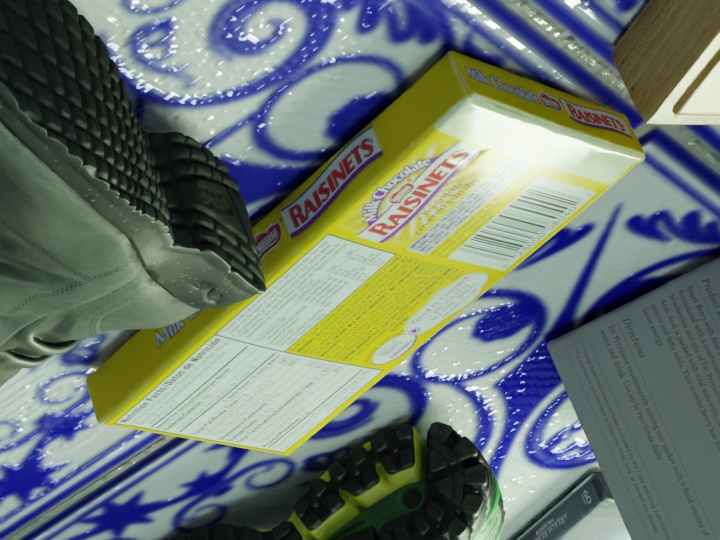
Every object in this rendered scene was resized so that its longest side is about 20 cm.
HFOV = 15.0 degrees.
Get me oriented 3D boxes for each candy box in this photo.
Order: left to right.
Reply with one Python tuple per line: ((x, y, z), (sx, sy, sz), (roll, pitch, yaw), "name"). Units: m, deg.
((0.000, 0.000, 0.989), (0.102, 0.026, 0.200), (17, 132, -45), "candy box")

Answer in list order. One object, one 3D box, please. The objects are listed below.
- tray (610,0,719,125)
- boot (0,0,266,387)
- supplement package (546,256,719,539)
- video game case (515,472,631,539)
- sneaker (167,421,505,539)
((0.176, -0.122, 0.901), (0.098, 0.037, 0.200), (-1, 145, -33), "tray")
((-0.122, -0.013, 0.851), (0.130, 0.068, 0.200), (-23, 150, 12), "boot")
((0.200, 0.054, 1.118), (0.199, 0.122, 0.120), (-27, 150, 9), "supplement package")
((0.102, 0.162, 1.335), (0.143, 0.019, 0.200), (7, 140, -42), "video game case")
((-0.024, 0.142, 1.155), (0.199, 0.078, 0.085), (-27, 151, 7), "sneaker")
